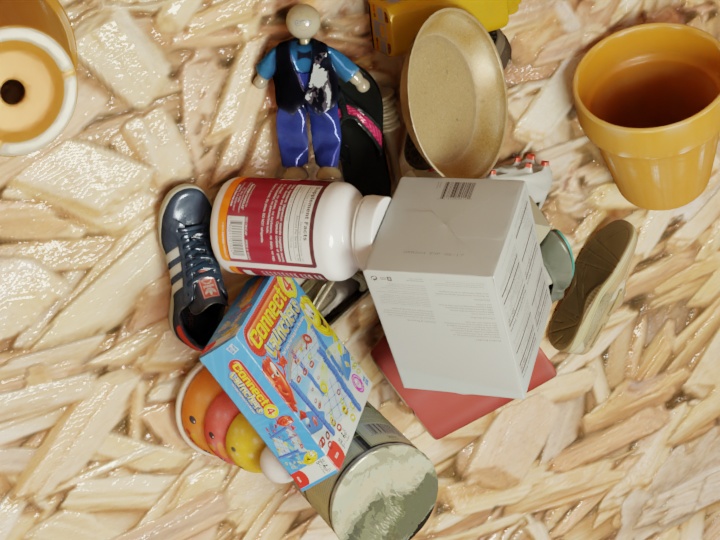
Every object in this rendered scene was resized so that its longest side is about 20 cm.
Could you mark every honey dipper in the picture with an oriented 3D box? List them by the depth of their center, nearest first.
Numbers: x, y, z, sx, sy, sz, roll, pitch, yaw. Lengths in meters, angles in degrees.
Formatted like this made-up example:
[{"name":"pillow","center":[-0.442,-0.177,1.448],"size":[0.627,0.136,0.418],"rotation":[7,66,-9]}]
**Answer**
[{"name":"honey dipper","center":[0.045,-0.129,1.747],"size":[0.038,0.038,0.201],"rotation":[-26,121,-17]}]

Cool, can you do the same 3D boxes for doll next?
[{"name":"doll","center":[-0.057,-0.206,1.627],"size":[0.135,0.049,0.202],"rotation":[-2,109,8]}]

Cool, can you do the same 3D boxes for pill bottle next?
[{"name":"pill bottle","center":[-0.062,-0.047,1.613],"size":[0.113,0.198,0.114],"rotation":[5,90,-67]}]

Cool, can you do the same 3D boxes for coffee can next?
[{"name":"coffee can","center":[-0.013,0.241,1.764],"size":[0.145,0.200,0.148],"rotation":[-10,114,-24]}]

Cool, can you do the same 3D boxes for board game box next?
[{"name":"board game box","center":[-0.080,0.117,1.634],"size":[0.056,0.200,0.196],"rotation":[-30,106,23]}]

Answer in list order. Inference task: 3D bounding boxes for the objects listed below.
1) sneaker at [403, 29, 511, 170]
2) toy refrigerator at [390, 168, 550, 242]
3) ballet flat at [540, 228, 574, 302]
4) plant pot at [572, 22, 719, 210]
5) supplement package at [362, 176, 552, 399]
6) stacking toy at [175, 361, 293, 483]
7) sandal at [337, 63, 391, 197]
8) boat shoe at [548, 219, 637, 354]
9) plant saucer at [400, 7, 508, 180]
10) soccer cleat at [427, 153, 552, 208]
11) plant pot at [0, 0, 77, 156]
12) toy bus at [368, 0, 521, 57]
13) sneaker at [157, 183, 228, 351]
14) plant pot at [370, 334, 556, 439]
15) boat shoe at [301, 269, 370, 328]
[{"name":"sneaker","center":[0.130,-0.201,1.737],"size":[0.201,0.070,0.075],"rotation":[-58,145,-1]},{"name":"toy refrigerator","center":[0.129,-0.063,1.732],"size":[0.199,0.070,0.076],"rotation":[9,129,-37]},{"name":"ballet flat","center":[0.237,0.008,1.835],"size":[0.063,0.068,0.200],"rotation":[-32,162,-6]},{"name":"plant pot","center":[0.384,-0.185,1.827],"size":[0.199,0.200,0.184],"rotation":[-34,137,-12]},{"name":"supplement package","center":[0.115,0.019,1.593],"size":[0.201,0.150,0.151],"rotation":[70,32,-43]},{"name":"stacking toy","center":[-0.125,0.191,1.683],"size":[0.145,0.200,0.147],"rotation":[-10,114,-24]},{"name":"sandal","center":[-0.004,-0.158,1.686],"size":[0.074,0.045,0.201],"rotation":[-7,121,14]},{"name":"boat shoe","center":[0.329,0.024,1.945],"size":[0.064,0.071,0.201],"rotation":[15,110,-38]},{"name":"plant saucer","center":[0.101,-0.198,1.622],"size":[0.199,0.035,0.202],"rotation":[2,87,-51]},{"name":"soccer cleat","center":[0.162,-0.100,1.804],"size":[0.198,0.069,0.078],"rotation":[-7,115,-29]},{"name":"plant pot","center":[-0.366,-0.198,1.400],"size":[0.199,0.183,0.202],"rotation":[-10,114,-24]},{"name":"toy bus","center":[0.106,-0.312,1.680],"size":[0.199,0.078,0.066],"rotation":[-18,117,-21]},{"name":"sneaker","center":[-0.187,0.002,1.644],"size":[0.074,0.084,0.202],"rotation":[-14,115,-23]},{"name":"plant pot","center":[0.122,0.106,1.799],"size":[0.177,0.201,0.201],"rotation":[-38,123,1]},{"name":"boat shoe","center":[0.000,0.000,1.746],"size":[0.200,0.065,0.072],"rotation":[-44,121,0]}]
